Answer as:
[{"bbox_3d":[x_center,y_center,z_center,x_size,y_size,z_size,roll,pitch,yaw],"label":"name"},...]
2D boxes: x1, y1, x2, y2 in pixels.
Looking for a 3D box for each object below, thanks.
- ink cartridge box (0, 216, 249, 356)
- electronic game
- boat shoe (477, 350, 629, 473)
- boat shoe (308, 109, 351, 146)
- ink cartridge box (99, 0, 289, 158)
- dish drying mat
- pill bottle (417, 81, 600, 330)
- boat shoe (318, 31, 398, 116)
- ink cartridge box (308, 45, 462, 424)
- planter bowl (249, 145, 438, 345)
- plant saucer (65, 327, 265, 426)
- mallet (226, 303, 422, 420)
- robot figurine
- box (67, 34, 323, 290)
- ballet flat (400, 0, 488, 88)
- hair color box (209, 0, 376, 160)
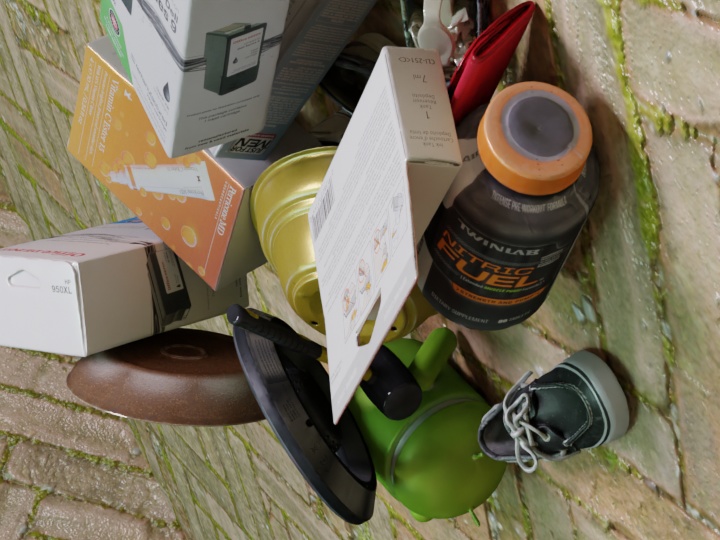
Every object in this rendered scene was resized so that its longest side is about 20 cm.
[{"bbox_3d":[-0.218,0.010,1.503,0.144,0.199,0.085,3,103,41],"label":"ink cartridge box"},{"bbox_3d":[-0.045,0.119,1.404,0.201,0.041,0.200,58,-172,-13],"label":"electronic game"},{"bbox_3d":[0.139,0.112,1.303,0.074,0.068,0.199,64,161,0],"label":"boat shoe"},{"bbox_3d":[0.007,-0.083,1.408,0.200,0.069,0.071,38,149,54],"label":"boat shoe"},{"bbox_3d":[-0.120,-0.202,1.215,0.147,0.083,0.201,62,157,24],"label":"ink cartridge box"},{"bbox_3d":[0.063,-0.097,1.166,0.018,0.077,0.201,37,141,10],"label":"dish drying mat"},{"bbox_3d":[0.099,-0.046,1.150,0.107,0.106,0.200,57,161,19],"label":"pill bottle"},{"bbox_3d":[0.033,-0.119,1.299,0.200,0.064,0.072,44,150,43],"label":"boat shoe"},{"bbox_3d":[0.017,-0.019,1.141,0.200,0.044,0.178,118,149,-55],"label":"ink cartridge box"},{"bbox_3d":[0.000,0.000,1.332,0.201,0.198,0.084,93,-170,-55],"label":"planter bowl"},{"bbox_3d":[-0.153,0.085,1.470,0.200,0.199,0.037,29,116,60],"label":"plant saucer"},{"bbox_3d":[-0.025,0.072,1.362,0.199,0.041,0.066,24,-163,-48],"label":"mallet"},{"bbox_3d":[0.052,0.138,1.502,0.200,0.115,0.177,44,144,46],"label":"robot figurine"},{"bbox_3d":[-0.144,-0.104,1.448,0.200,0.097,0.125,41,137,20],"label":"box"},{"bbox_3d":[0.052,-0.202,1.123,0.074,0.074,0.201,47,161,41],"label":"ballet flat"},{"bbox_3d":[-0.067,-0.192,1.322,0.200,0.060,0.099,-52,58,28],"label":"hair color box"}]
